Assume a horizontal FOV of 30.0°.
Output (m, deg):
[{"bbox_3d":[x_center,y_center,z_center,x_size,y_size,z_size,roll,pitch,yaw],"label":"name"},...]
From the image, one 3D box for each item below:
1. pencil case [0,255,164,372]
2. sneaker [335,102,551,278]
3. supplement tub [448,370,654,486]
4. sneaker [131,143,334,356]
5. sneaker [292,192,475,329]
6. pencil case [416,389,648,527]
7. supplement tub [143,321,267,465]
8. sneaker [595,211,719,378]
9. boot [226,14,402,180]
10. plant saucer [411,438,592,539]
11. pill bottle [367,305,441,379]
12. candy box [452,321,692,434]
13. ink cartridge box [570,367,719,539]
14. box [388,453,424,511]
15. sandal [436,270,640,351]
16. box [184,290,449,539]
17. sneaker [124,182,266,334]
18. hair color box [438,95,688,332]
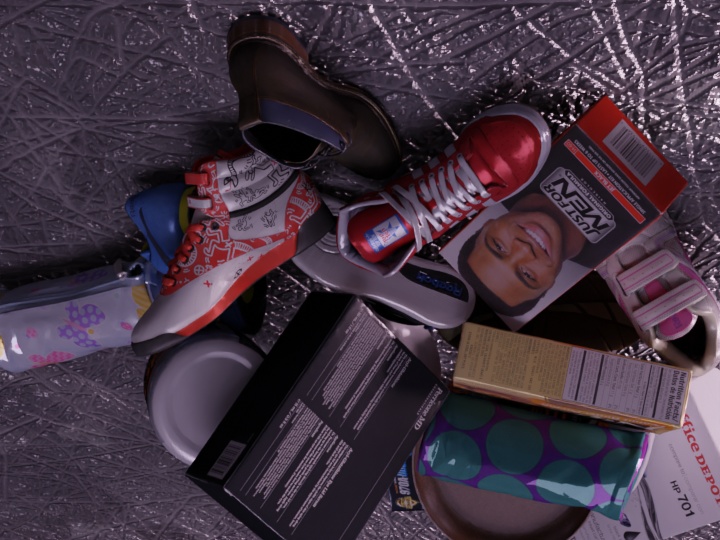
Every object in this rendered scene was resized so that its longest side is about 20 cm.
[{"bbox_3d":[-0.257,0.039,1.260,0.199,0.084,0.091,-14,163,22],"label":"pencil case"},{"bbox_3d":[0.059,-0.059,1.068,0.200,0.112,0.071,-33,93,47],"label":"sneaker"},{"bbox_3d":[0.186,0.134,1.317,0.199,0.123,0.123,16,146,8],"label":"supplement tub"},{"bbox_3d":[-0.128,-0.027,1.101,0.201,0.067,0.108,-37,107,-8],"label":"sneaker"},{"bbox_3d":[0.000,0.000,1.213,0.199,0.073,0.112,30,169,-6],"label":"sneaker"},{"bbox_3d":[0.154,0.167,1.214,0.199,0.086,0.092,12,178,11],"label":"pencil case"},{"bbox_3d":[-0.143,0.113,1.269,0.122,0.123,0.200,9,180,-11],"label":"supplement tub"},{"bbox_3d":[0.263,0.014,1.173,0.081,0.088,0.200,-37,112,17],"label":"sneaker"},{"bbox_3d":[-0.035,-0.101,1.043,0.074,0.097,0.200,-25,138,30],"label":"boot"},{"bbox_3d":[0.155,0.206,1.420,0.199,0.201,0.032,-8,-173,13],"label":"plant saucer"},{"bbox_3d":[-0.022,0.121,1.349,0.110,0.111,0.200,25,139,-31],"label":"pill bottle"},{"bbox_3d":[0.183,0.097,1.193,0.199,0.056,0.115,11,172,5],"label":"candy box"},{"bbox_3d":[0.306,0.205,1.418,0.200,0.147,0.086,-30,170,37],"label":"ink cartridge box"},{"bbox_3d":[0.106,0.214,1.535,0.158,0.046,0.200,-2,145,5],"label":"box"},{"bbox_3d":[0.170,0.034,1.266,0.199,0.054,0.081,-4,112,12],"label":"sandal"},{"bbox_3d":[-0.034,0.139,1.163,0.141,0.200,0.079,45,158,-26],"label":"box"},{"bbox_3d":[-0.146,-0.010,1.213,0.078,0.066,0.200,-1,146,21],"label":"sneaker"},{"bbox_3d":[0.164,-0.043,1.118,0.102,0.061,0.200,46,137,2],"label":"hair color box"}]
